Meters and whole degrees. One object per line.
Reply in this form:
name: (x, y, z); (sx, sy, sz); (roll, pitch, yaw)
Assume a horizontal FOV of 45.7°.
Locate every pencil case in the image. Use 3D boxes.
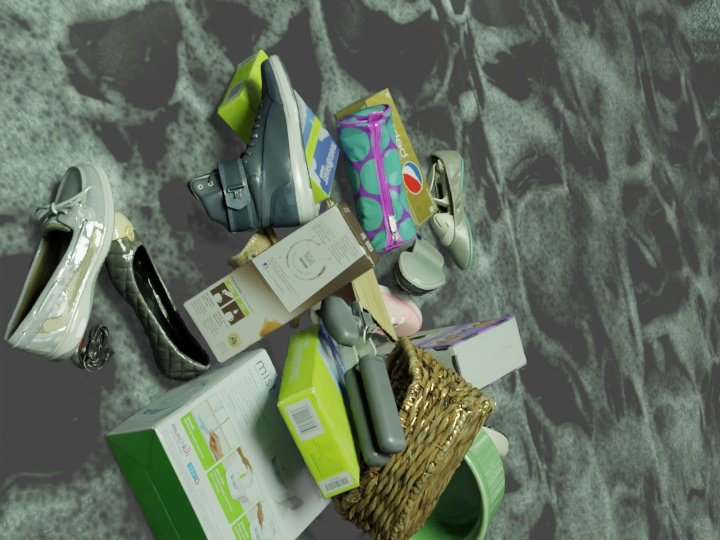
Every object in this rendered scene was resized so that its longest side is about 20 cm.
pencil case: (0.025, -0.127, 1.203); (0.084, 0.092, 0.202); (-17, 108, -12)

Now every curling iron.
curling iron: (-0.279, 0.008, 0.889); (0.050, 0.025, 0.202); (36, 46, -64)

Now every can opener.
can opener: (-0.007, 0.115, 0.937); (0.066, 0.053, 0.201); (20, 39, -35)

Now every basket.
basket: (0.036, 0.197, 0.991); (0.201, 0.148, 0.142); (-60, 158, 12)

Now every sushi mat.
sushi mat: (0.000, 0.000, 1.096); (0.096, 0.012, 0.201); (50, 16, -45)

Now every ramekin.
ramekin: (0.092, 0.276, 1.119); (0.097, 0.198, 0.202); (-21, 95, -57)

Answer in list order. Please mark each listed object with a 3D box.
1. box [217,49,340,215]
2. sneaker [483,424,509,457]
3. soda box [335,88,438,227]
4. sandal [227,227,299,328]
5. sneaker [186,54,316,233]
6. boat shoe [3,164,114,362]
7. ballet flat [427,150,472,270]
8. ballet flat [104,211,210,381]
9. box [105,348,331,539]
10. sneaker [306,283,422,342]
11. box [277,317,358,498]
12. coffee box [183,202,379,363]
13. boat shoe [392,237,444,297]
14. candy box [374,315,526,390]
box: (-0.095, -0.174, 1.119); (0.200, 0.047, 0.123); (48, 32, -29)
sneaker: (0.149, 0.268, 1.297); (0.199, 0.070, 0.094); (33, 74, -42)
soda box: (0.040, -0.162, 1.280); (0.068, 0.064, 0.202); (-39, 109, -48)
sandal: (-0.133, -0.025, 1.054); (0.069, 0.078, 0.214); (-9, 77, -17)
sneaker: (-0.137, -0.144, 0.999); (0.077, 0.144, 0.205); (166, -85, -86)
boat shoe: (-0.295, -0.015, 0.839); (0.065, 0.074, 0.204); (27, 67, -47)
ballet flat: (0.139, -0.099, 1.392); (0.063, 0.067, 0.202); (2, 76, -21)
ballet flat: (-0.219, 0.026, 0.920); (0.202, 0.056, 0.067); (66, 23, -15)
box: (-0.145, 0.216, 0.929); (0.176, 0.096, 0.202); (-37, 107, -49)
sneaker: (0.003, 0.066, 1.151); (0.199, 0.075, 0.105); (33, 41, -31)
box: (-0.042, 0.145, 0.958); (0.200, 0.047, 0.123); (-90, 157, -72)
coffee box: (-0.083, 0.010, 0.953); (0.080, 0.199, 0.114); (57, 7, -3)
boat shoe: (0.079, 0.008, 1.222); (0.075, 0.061, 0.200); (38, 17, 4)
candy box: (0.095, 0.126, 1.156); (0.167, 0.199, 0.072); (-16, 92, -51)
